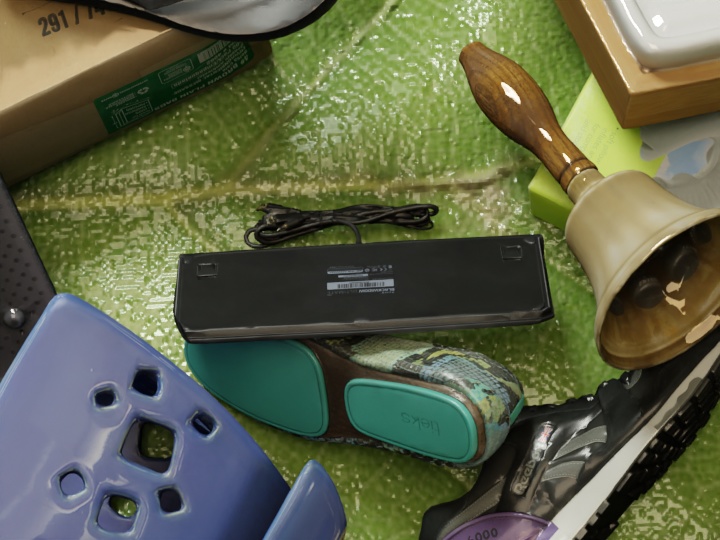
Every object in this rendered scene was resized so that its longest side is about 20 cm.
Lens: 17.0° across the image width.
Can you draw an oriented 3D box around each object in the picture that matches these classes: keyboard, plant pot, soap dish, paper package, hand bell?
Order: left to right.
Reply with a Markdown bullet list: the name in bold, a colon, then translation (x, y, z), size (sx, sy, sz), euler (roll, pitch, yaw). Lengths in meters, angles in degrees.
- **paper package**: translation (-0.177, -0.167, 1.335), size (0.199, 0.103, 0.191), euler (-27, 76, -3)
- **plant pot**: translation (-0.115, 0.148, 1.205), size (0.179, 0.200, 0.200), euler (28, 80, 4)
- **keyboard**: translation (0.000, 0.000, 1.287), size (0.199, 0.021, 0.127), euler (-2, 35, 1)
- **hand bell**: translation (0.109, -0.053, 1.253), size (0.104, 0.104, 0.200), euler (-36, 57, -5)
- **soap dish**: translation (0.171, -0.170, 1.280), size (0.157, 0.081, 0.200), euler (-12, 56, -17)

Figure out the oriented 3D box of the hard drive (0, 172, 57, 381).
- **hard drive**: translation (-0.266, 0.016, 1.290), size (0.199, 0.042, 0.135), euler (-20, 118, 5)

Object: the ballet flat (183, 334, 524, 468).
- **ballet flat**: translation (0.000, 0.057, 1.277), size (0.199, 0.074, 0.074), euler (18, 77, 31)

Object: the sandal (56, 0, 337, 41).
- **sandal**: translation (-0.101, -0.163, 1.254), size (0.199, 0.043, 0.076), euler (3, 77, 5)

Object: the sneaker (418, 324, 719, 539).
- **sneaker**: translation (0.111, 0.089, 1.262), size (0.088, 0.076, 0.200), euler (40, 82, 19)

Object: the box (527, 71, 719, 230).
- **box**: translation (0.205, -0.043, 1.299), size (0.199, 0.048, 0.122), euler (27, 80, 12)
